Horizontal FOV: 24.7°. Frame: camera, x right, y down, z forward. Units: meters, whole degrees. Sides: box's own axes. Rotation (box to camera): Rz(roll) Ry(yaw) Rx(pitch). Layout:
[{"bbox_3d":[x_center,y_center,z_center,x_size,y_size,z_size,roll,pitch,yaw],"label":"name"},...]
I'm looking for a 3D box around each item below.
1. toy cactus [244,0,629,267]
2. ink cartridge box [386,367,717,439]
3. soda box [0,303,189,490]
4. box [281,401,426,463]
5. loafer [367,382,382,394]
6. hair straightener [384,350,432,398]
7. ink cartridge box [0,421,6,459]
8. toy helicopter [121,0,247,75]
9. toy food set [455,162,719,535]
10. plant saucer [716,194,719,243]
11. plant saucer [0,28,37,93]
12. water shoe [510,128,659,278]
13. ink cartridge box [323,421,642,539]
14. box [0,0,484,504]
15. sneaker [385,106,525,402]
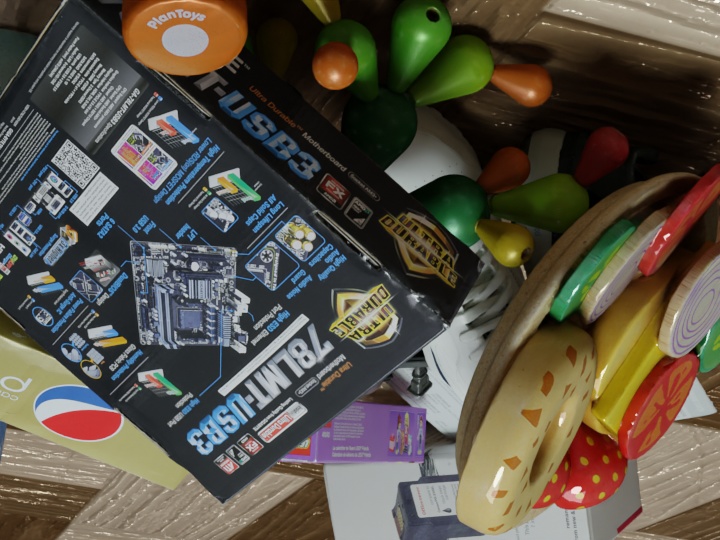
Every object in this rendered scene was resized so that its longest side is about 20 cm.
[{"bbox_3d":[0.004,-0.042,0.731,0.198,0.103,0.166,21,116,-16],"label":"toy cactus"},{"bbox_3d":[0.123,0.061,1.094,0.198,0.051,0.162,-9,155,20],"label":"ink cartridge box"},{"bbox_3d":[-0.162,0.033,0.817,0.199,0.068,0.064,25,134,-20],"label":"soda box"},{"bbox_3d":[-0.053,0.097,1.018,0.136,0.040,0.200,1,174,21],"label":"box"},{"bbox_3d":[-0.059,0.048,0.991,0.063,0.072,0.199,39,162,-27],"label":"loafer"},{"bbox_3d":[0.011,0.060,1.021,0.199,0.041,0.077,-16,123,31],"label":"hair straightener"},{"bbox_3d":[-0.281,0.078,0.995,0.135,0.202,0.076,8,158,-10],"label":"ink cartridge box"},{"bbox_3d":[-0.014,-0.153,0.573,0.198,0.080,0.133,-12,146,10],"label":"toy helicopter"},{"bbox_3d":[0.115,0.041,0.766,0.048,0.199,0.200,33,178,28],"label":"toy food set"},{"bbox_3d":[0.254,-0.004,0.908,0.198,0.038,0.200,4,158,2],"label":"plant saucer"},{"bbox_3d":[-0.182,-0.033,0.828,0.199,0.039,0.202,2,136,2],"label":"plant saucer"},{"bbox_3d":[0.132,-0.005,0.870,0.078,0.072,0.200,7,159,20],"label":"water shoe"},{"bbox_3d":[0.092,0.160,1.218,0.198,0.085,0.145,-6,-177,25],"label":"ink cartridge box"},{"bbox_3d":[-0.079,-0.009,0.717,0.198,0.050,0.200,40,137,-8],"label":"box"},{"bbox_3d":[0.052,0.000,0.819,0.076,0.081,0.201,-32,125,-2],"label":"sneaker"}]
